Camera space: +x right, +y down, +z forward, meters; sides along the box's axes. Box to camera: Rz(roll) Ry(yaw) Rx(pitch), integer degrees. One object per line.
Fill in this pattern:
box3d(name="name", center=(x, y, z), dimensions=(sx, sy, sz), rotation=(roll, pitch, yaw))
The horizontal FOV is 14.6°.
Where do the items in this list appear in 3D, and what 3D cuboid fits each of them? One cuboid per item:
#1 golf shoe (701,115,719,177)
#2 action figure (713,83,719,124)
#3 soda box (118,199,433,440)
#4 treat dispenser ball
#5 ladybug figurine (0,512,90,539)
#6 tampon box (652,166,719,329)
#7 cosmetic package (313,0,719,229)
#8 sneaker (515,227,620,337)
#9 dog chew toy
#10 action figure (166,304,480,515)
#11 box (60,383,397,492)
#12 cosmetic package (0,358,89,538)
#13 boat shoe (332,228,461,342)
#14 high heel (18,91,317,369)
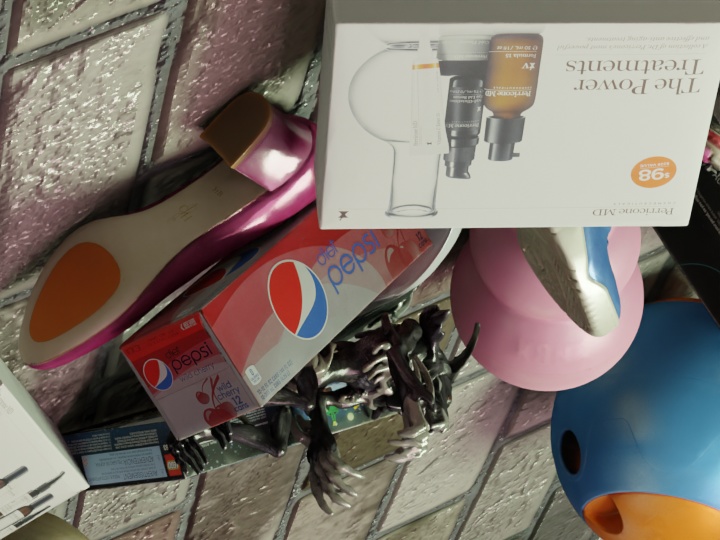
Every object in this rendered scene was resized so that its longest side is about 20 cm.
box3d(name="golf shoe", center=(0.223, -0.107, 1.700), dimensions=(0.092, 0.073, 0.200), rotation=(-55, -176, 6))
box3d(name="action figure", center=(0.131, -0.130, 1.520), dimensions=(0.199, 0.130, 0.070), rotation=(-3, 122, -27))
box3d(name="soda box", center=(-0.043, 0.012, 1.545), dimensions=(0.070, 0.064, 0.200), rotation=(-25, -168, 39))
box3d(name="treat dispenser ball", center=(0.240, 0.120, 2.076), dimensions=(0.201, 0.201, 0.201), rotation=(-28, 157, -13))
box3d(name="ladybug figurine", center=(-0.237, 0.213, 1.796), dimensions=(0.136, 0.072, 0.200), rotation=(-18, 153, -34))
box3d(name="tampon box", center=(0.304, -0.024, 1.931), dimensions=(0.126, 0.150, 0.200), rotation=(-40, 157, 18))
box3d(name="cosmetic package", center=(0.079, -0.089, 1.442), dimensions=(0.199, 0.052, 0.151), rotation=(-1, 140, -5))
box3d(name="sneaker", center=(0.138, -0.064, 1.629), dimensions=(0.111, 0.077, 0.200), rotation=(-31, 114, -13))
box3d(name="dog chew toy", center=(0.121, -0.013, 1.758), dimensions=(0.124, 0.125, 0.200), rotation=(-25, 149, -19))
box3d(name="action figure", center=(-0.009, 0.082, 1.627), dimensions=(0.200, 0.102, 0.119), rotation=(-7, 154, -29))
box3d(name="box", center=(-0.070, 0.092, 1.735), dimensions=(0.200, 0.038, 0.136), rotation=(-15, -179, -38))
box3d(name="cosmetic package", center=(-0.222, 0.099, 1.612), dimensions=(0.082, 0.051, 0.200), rotation=(-32, 158, -4))
box3d(name="boat shoe", center=(0.001, 0.002, 1.685), dimensions=(0.068, 0.074, 0.199), rotation=(-15, 154, -52))
box3d(name="high heel", center=(-0.097, -0.010, 1.535), dimensions=(0.200, 0.067, 0.096), rotation=(-49, 146, 4))
